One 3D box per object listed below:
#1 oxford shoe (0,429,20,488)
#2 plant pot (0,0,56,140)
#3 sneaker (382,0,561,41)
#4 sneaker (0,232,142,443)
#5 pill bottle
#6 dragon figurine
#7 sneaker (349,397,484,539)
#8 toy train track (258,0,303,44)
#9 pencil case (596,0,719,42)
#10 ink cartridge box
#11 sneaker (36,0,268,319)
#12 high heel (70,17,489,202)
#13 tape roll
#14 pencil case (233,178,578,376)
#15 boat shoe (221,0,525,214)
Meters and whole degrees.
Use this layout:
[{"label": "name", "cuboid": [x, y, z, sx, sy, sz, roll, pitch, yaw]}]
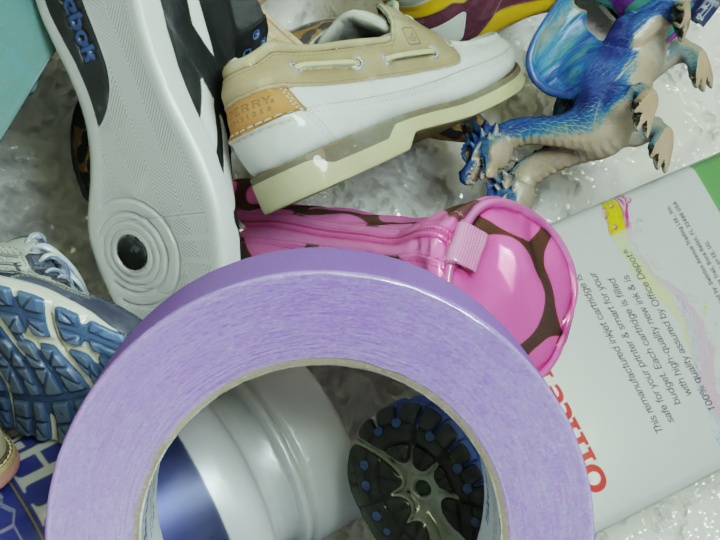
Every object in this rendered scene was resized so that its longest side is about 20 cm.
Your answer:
[{"label": "oxford shoe", "cuboid": [-0.228, 0.043, 0.674, 0.200, 0.074, 0.071, 19, 39, 27]}, {"label": "plant pot", "cuboid": [-0.226, -0.110, 0.723, 0.161, 0.201, 0.201, 32, 65, -14]}, {"label": "sneaker", "cuboid": [0.094, -0.190, 0.830, 0.200, 0.090, 0.075, -40, 51, 1]}, {"label": "sneaker", "cuboid": [-0.150, 0.016, 0.707, 0.085, 0.200, 0.077, -39, 123, -39]}, {"label": "pill bottle", "cuboid": [-0.105, 0.116, 0.707, 0.200, 0.120, 0.120, -26, 79, -22]}, {"label": "dragon figurine", "cuboid": [0.124, -0.106, 0.825, 0.099, 0.059, 0.200, 12, 66, 36]}, {"label": "sneaker", "cuboid": [0.073, 0.141, 0.703, 0.085, 0.077, 0.200, -21, 88, -62]}, {"label": "toy train track", "cuboid": [-0.039, -0.166, 0.808, 0.115, 0.033, 0.200, 41, 69, 14]}, {"label": "pencil case", "cuboid": [0.111, -0.202, 0.900, 0.200, 0.085, 0.093, 28, 101, -3]}, {"label": "ink cartridge box", "cuboid": [0.144, 0.040, 0.821, 0.200, 0.084, 0.145, -22, 78, -22]}, {"label": "sneaker", "cuboid": [-0.072, -0.066, 0.721, 0.112, 0.073, 0.200, -32, 113, -58]}, {"label": "high heel", "cuboid": [-0.043, -0.067, 0.823, 0.200, 0.071, 0.143, 23, 72, -3]}, {"label": "tape roll", "cuboid": [-0.015, 0.094, 0.606, 0.200, 0.066, 0.201, 0, 99, -2]}, {"label": "pencil case", "cuboid": [0.000, 0.000, 0.733, 0.091, 0.200, 0.094, -54, 127, -27]}, {"label": "boat shoe", "cuboid": [0.011, -0.089, 0.732, 0.200, 0.075, 0.069, -31, 97, -54]}]
